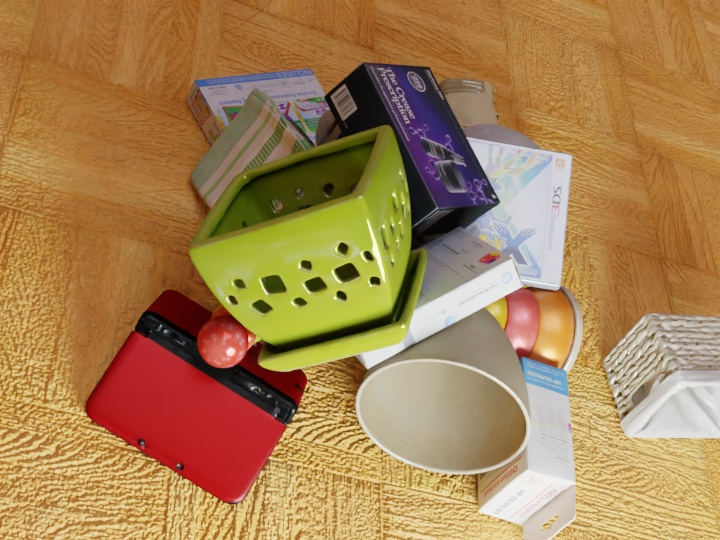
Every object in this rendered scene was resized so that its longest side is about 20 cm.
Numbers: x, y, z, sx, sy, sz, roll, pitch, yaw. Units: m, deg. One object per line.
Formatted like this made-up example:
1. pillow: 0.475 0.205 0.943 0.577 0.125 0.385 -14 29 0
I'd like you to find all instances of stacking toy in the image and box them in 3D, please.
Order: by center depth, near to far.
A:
1. stacking toy: -0.134 0.055 1.279 0.085 0.086 0.200 35 21 -1
2. stacking toy: 0.165 0.064 1.440 0.199 0.146 0.147 19 47 -29

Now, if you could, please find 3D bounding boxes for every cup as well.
1. cup: 0.105 0.119 1.342 0.199 0.201 0.144 26 44 -10

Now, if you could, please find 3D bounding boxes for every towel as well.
1. towel: -0.125 -0.117 1.392 0.023 0.153 0.200 28 16 -46

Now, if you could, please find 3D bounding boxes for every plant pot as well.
1. plant pot: -0.039 -0.014 1.215 0.199 0.199 0.182 -70 142 -60

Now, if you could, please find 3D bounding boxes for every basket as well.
1. basket: 0.450 0.144 1.575 0.199 0.136 0.124 5 49 -27

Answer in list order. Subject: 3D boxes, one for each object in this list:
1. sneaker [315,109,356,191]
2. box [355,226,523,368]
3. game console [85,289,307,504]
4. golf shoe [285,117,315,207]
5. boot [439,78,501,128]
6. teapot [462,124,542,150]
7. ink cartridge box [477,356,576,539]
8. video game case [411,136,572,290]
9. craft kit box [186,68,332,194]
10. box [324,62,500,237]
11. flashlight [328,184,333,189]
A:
1. sneaker: 0.029 -0.116 1.443 0.115 0.081 0.200 0 58 -35
2. box: 0.064 0.026 1.318 0.199 0.156 0.041 -29 112 -10
3. game console: -0.177 0.136 1.289 0.199 0.119 0.172 33 14 -4
4. golf shoe: -0.081 -0.137 1.453 0.094 0.078 0.201 9 41 -38
5. boot: 0.207 -0.208 1.752 0.199 0.073 0.156 14 52 -13
6. teapot: 0.169 -0.087 1.564 0.199 0.198 0.146 9 47 31
7. ink cartridge box: 0.194 0.220 1.371 0.067 0.115 0.201 19 47 -17
8. video game case: 0.164 -0.078 1.463 0.199 0.022 0.183 9 72 -2
9. craft kit box: -0.108 -0.182 1.568 0.199 0.049 0.198 -13 60 -37
10. box: 0.064 -0.145 1.388 0.141 0.079 0.201 -8 68 -54
11. flashlight: 0.033 -0.082 1.528 0.200 0.068 0.068 44 70 -7
